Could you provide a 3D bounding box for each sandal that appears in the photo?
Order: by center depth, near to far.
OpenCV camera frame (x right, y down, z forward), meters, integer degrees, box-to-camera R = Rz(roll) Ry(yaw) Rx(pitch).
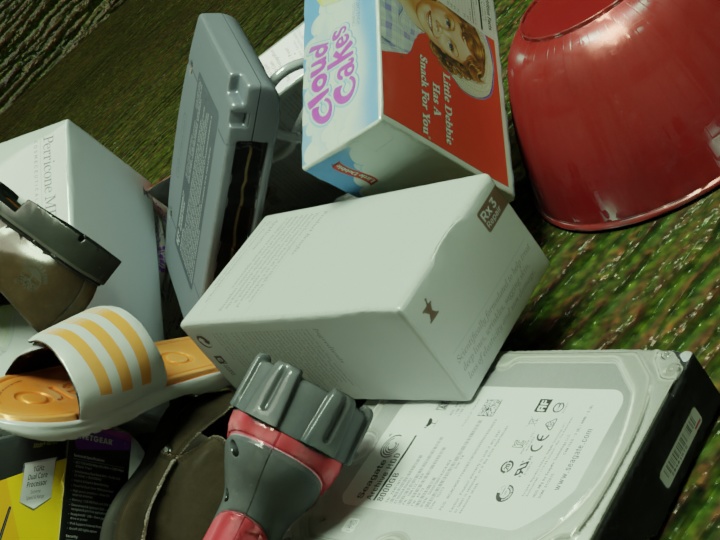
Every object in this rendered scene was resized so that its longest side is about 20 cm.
[{"bbox_3d":[-0.143,0.047,0.692,0.079,0.060,0.206,17,18,33],"label":"sandal"}]

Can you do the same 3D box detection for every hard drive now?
[{"bbox_3d":[0.057,0.099,0.554,0.200,0.038,0.140,-6,40,52],"label":"hard drive"}]

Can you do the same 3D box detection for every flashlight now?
[{"bbox_3d":[-0.066,0.142,0.552,0.068,0.068,0.201,13,73,55],"label":"flashlight"}]

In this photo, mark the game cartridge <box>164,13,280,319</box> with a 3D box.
[{"bbox_3d":[-0.099,-0.065,0.791,0.040,0.201,0.134,-2,35,-25],"label":"game cartridge"}]

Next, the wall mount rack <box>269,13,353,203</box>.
[{"bbox_3d":[-0.011,-0.104,0.845,0.174,0.199,0.075,-59,43,27],"label":"wall mount rack"}]

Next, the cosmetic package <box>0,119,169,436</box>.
[{"bbox_3d":[-0.256,0.029,0.827,0.199,0.123,0.200,-16,66,14],"label":"cosmetic package"}]

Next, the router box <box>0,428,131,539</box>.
[{"bbox_3d":[-0.225,0.182,0.709,0.199,0.051,0.150,-17,63,39],"label":"router box"}]

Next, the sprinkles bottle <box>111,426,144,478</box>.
[{"bbox_3d":[-0.238,0.170,0.812,0.199,0.068,0.068,-25,28,30],"label":"sprinkles bottle"}]

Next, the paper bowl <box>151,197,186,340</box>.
[{"bbox_3d":[-0.225,0.021,0.943,0.200,0.104,0.202,-8,67,20],"label":"paper bowl"}]

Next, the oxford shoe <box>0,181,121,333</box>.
[{"bbox_3d":[-0.251,-0.023,0.734,0.200,0.073,0.085,31,86,27],"label":"oxford shoe"}]

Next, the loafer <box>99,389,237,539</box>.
[{"bbox_3d":[-0.093,0.129,0.668,0.071,0.073,0.200,-30,26,20],"label":"loafer"}]

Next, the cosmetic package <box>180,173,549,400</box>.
[{"bbox_3d":[-0.003,0.015,0.651,0.199,0.074,0.102,-4,43,49],"label":"cosmetic package"}]

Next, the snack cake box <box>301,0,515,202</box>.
[{"bbox_3d":[0.028,-0.135,0.716,0.067,0.115,0.201,-28,50,37],"label":"snack cake box"}]

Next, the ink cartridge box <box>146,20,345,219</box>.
[{"bbox_3d":[-0.058,-0.104,0.926,0.200,0.160,0.047,-34,61,10],"label":"ink cartridge box"}]

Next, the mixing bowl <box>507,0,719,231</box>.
[{"bbox_3d":[0.167,-0.132,0.712,0.200,0.109,0.200,-31,25,16],"label":"mixing bowl"}]

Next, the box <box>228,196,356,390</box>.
[{"bbox_3d":[0.000,0.000,0.800,0.199,0.041,0.156,-20,31,34],"label":"box"}]
